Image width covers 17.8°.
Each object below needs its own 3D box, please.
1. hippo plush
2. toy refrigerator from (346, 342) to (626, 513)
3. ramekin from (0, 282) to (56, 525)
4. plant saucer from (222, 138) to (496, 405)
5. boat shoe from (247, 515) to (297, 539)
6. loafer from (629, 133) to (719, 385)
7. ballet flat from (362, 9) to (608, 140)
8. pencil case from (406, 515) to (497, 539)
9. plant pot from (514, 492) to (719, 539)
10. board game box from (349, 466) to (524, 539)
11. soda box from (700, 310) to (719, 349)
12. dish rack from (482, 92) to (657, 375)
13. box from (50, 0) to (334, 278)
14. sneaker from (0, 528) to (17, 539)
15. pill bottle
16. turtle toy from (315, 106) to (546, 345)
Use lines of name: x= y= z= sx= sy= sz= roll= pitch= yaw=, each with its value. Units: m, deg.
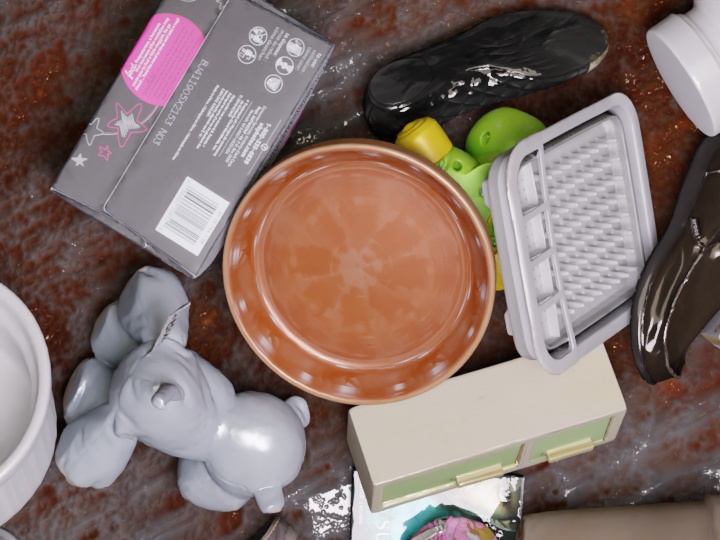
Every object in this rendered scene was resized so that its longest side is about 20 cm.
hippo plush: x=-0.115 y=0.094 z=1.705 sx=0.160 sy=0.200 sz=0.160 roll=25 pitch=55 yaw=-23
toy refrigerator: x=0.094 y=0.118 z=1.728 sx=0.198 sy=0.076 sz=0.070 roll=-16 pitch=69 yaw=-9
ramekin: x=-0.316 y=0.105 z=1.680 sx=0.198 sy=0.098 sz=0.202 roll=-2 pitch=61 yaw=3
plant saucer: x=0.000 y=0.000 z=1.663 sx=0.198 sy=0.032 sz=0.202 roll=3 pitch=111 yaw=8
boat shoe: x=-0.135 y=0.249 z=1.738 sx=0.200 sy=0.074 sz=0.073 roll=-41 pitch=93 yaw=-3
loafer: x=0.261 y=-0.006 z=1.737 sx=0.071 sy=0.073 sz=0.202 roll=17 pitch=84 yaw=27
ballet flat: x=0.094 y=-0.152 z=1.763 sx=0.198 sy=0.057 sz=0.067 roll=-16 pitch=64 yaw=-7
pencil case: x=0.064 y=0.261 z=1.657 sx=0.086 sy=0.200 sz=0.083 roll=33 pitch=115 yaw=-14
plant pot: x=0.194 y=0.251 z=1.698 sx=0.172 sy=0.200 sz=0.202 roll=11 pitch=91 yaw=1
board game box: x=0.056 y=0.255 z=1.770 sx=0.134 sy=0.028 sz=0.202 roll=2 pitch=91 yaw=-2
soda box: x=0.347 y=-0.011 z=1.760 sx=0.063 sy=0.068 sz=0.201 roll=36 pitch=89 yaw=-4
dish rack: x=0.153 y=-0.029 z=1.700 sx=0.043 sy=0.200 sz=0.173 roll=-2 pitch=107 yaw=36
box: x=-0.123 y=-0.112 z=1.712 sx=0.132 sy=0.115 sz=0.201 roll=31 pitch=91 yaw=-4
sneaker: x=-0.354 y=0.213 z=1.723 sx=0.198 sy=0.081 sz=0.077 roll=4 pitch=93 yaw=-2
pill bottle: x=0.323 y=-0.194 z=1.732 sx=0.199 sy=0.116 sz=0.116 roll=-32 pitch=93 yaw=-2
turtle toy: x=0.060 y=-0.047 z=1.725 sx=0.199 sy=0.101 sz=0.146 roll=-34 pitch=103 yaw=2
